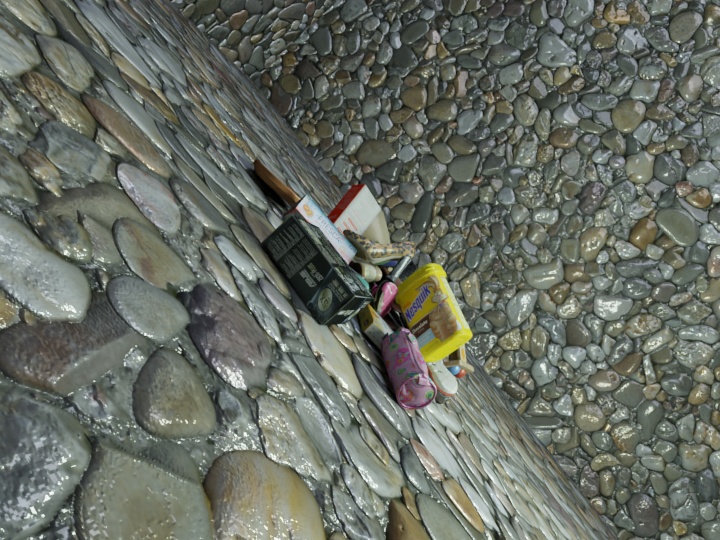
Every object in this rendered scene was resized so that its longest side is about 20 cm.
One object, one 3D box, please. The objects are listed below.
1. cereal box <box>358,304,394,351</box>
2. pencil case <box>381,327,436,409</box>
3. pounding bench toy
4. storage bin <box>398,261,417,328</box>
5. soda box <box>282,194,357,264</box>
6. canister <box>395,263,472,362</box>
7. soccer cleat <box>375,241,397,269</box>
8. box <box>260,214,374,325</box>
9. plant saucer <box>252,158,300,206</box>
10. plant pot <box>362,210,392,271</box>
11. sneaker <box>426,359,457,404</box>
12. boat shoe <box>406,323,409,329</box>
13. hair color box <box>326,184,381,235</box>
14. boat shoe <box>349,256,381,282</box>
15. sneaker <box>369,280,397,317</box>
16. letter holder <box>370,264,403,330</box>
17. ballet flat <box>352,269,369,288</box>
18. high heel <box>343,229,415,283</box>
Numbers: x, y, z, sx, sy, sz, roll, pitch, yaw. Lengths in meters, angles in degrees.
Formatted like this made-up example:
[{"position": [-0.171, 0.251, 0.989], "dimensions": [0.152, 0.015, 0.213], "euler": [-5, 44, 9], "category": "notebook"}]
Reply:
[{"position": [0.073, 0.175, 1.329], "dimensions": [0.200, 0.039, 0.144], "euler": [48, 6, -17], "category": "cereal box"}, {"position": [0.097, 0.200, 1.162], "dimensions": [0.088, 0.087, 0.200], "euler": [46, 12, -22], "category": "pencil case"}, {"position": [0.199, 0.226, 1.560], "dimensions": [0.124, 0.198, 0.158], "euler": [33, 49, -56], "category": "pounding bench toy"}, {"position": [0.154, 0.073, 1.822], "dimensions": [0.135, 0.093, 0.202], "euler": [-110, -177, -70], "category": "storage bin"}, {"position": [-0.102, -0.090, 1.415], "dimensions": [0.200, 0.063, 0.069], "euler": [49, 43, -15], "category": "soda box"}, {"position": [0.178, 0.107, 1.387], "dimensions": [0.086, 0.148, 0.202], "euler": [12, 46, -45], "category": "canister"}, {"position": [0.024, -0.046, 1.615], "dimensions": [0.065, 0.197, 0.085], "euler": [-120, -149, -68], "category": "soccer cleat"}, {"position": [-0.079, 0.004, 1.098], "dimensions": [0.201, 0.086, 0.164], "euler": [51, 8, 11], "category": "box"}, {"position": [-0.214, -0.220, 1.499], "dimensions": [0.200, 0.032, 0.200], "euler": [42, 0, 0], "category": "plant saucer"}, {"position": [0.024, -0.056, 1.730], "dimensions": [0.202, 0.186, 0.187], "euler": [67, 13, 16], "category": "plant pot"}, {"position": [0.171, 0.253, 1.424], "dimensions": [0.076, 0.082, 0.201], "euler": [8, 37, -29], "category": "sneaker"}, {"position": [0.177, 0.171, 1.690], "dimensions": [0.200, 0.073, 0.074], "euler": [73, 10, -67], "category": "boat shoe"}, {"position": [-0.034, -0.142, 1.591], "dimensions": [0.061, 0.201, 0.102], "euler": [5, -40, 47], "category": "hair color box"}, {"position": [0.000, 0.000, 1.467], "dimensions": [0.064, 0.073, 0.200], "euler": [3, 5, -18], "category": "boat shoe"}, {"position": [0.038, 0.067, 1.424], "dimensions": [0.087, 0.074, 0.200], "euler": [38, -17, 11], "category": "sneaker"}, {"position": [0.087, 0.087, 1.616], "dimensions": [0.143, 0.100, 0.200], "euler": [55, 9, 21], "category": "letter holder"}, {"position": [-0.065, -0.002, 1.329], "dimensions": [0.200, 0.073, 0.073], "euler": [40, 11, -23], "category": "ballet flat"}, {"position": [0.055, -0.077, 1.528], "dimensions": [0.200, 0.143, 0.071], "euler": [42, -26, -7], "category": "high heel"}]
